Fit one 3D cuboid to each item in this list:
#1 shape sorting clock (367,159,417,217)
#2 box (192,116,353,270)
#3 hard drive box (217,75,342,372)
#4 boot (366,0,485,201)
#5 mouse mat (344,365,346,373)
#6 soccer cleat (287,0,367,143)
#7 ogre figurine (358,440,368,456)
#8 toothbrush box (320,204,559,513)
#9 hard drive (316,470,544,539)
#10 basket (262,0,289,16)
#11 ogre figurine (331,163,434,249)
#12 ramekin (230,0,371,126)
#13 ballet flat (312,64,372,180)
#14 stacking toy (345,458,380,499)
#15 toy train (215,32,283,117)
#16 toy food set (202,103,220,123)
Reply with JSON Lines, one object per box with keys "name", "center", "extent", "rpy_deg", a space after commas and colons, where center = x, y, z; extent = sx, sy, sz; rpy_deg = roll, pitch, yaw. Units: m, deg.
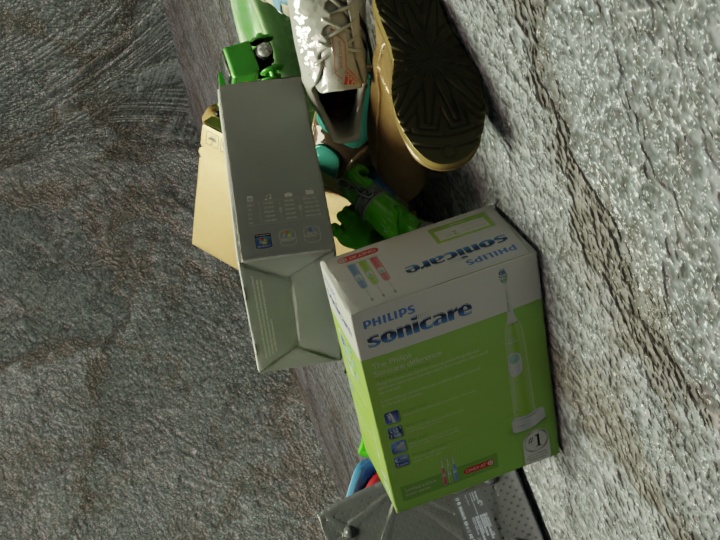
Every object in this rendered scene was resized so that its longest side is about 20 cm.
{"name": "shape sorting clock", "center": [0.043, -0.032, 1.075], "extent": [0.200, 0.039, 0.200], "rpy_deg": [164, 90, -82]}
{"name": "box", "center": [-0.087, -0.049, 1.107], "extent": [0.200, 0.021, 0.164], "rpy_deg": [28, 132, 18]}
{"name": "hard drive box", "center": [-0.070, -0.041, 0.917], "extent": [0.156, 0.077, 0.200], "rpy_deg": [89, 171, -53]}
{"name": "boot", "center": [0.046, -0.113, 0.856], "extent": [0.200, 0.066, 0.175], "rpy_deg": [94, 167, -64]}
{"name": "mouse mat", "center": [0.000, 0.000, 1.197], "extent": [0.161, 0.008, 0.200], "rpy_deg": [99, 180, -65]}
{"name": "soccer cleat", "center": [-0.023, -0.190, 0.860], "extent": [0.200, 0.068, 0.085], "rpy_deg": [85, 176, -51]}
{"name": "ogre figurine", "center": [0.049, 0.235, 1.302], "extent": [0.200, 0.098, 0.120], "rpy_deg": [-52, -38, -49]}
{"name": "toothbrush box", "center": [0.065, 0.071, 0.836], "extent": [0.086, 0.145, 0.200], "rpy_deg": [-122, 15, -55]}
{"name": "hard drive", "center": [0.072, 0.255, 1.030], "extent": [0.135, 0.200, 0.042], "rpy_deg": [69, -169, 11]}
{"name": "basket", "center": [-0.095, -0.331, 0.923], "extent": [0.200, 0.139, 0.176], "rpy_deg": [39, 166, 3]}
{"name": "ogre figurine", "center": [0.037, 0.012, 0.941], "extent": [0.120, 0.098, 0.200], "rpy_deg": [20, 109, 45]}
{"name": "ramekin", "center": [-0.061, -0.232, 1.103], "extent": [0.200, 0.098, 0.200], "rpy_deg": [161, 90, -80]}
{"name": "ballet flat", "center": [-0.014, -0.137, 1.053], "extent": [0.070, 0.065, 0.200], "rpy_deg": [39, 137, 3]}
{"name": "stacking toy", "center": [0.084, 0.264, 1.091], "extent": [0.116, 0.200, 0.110], "rpy_deg": [48, -127, -51]}
{"name": "toy train", "center": [-0.110, -0.176, 1.022], "extent": [0.200, 0.056, 0.042], "rpy_deg": [142, 109, -79]}
{"name": "toy food set", "center": [-0.084, -0.127, 1.221], "extent": [0.049, 0.198, 0.200], "rpy_deg": [-66, 21, 12]}
